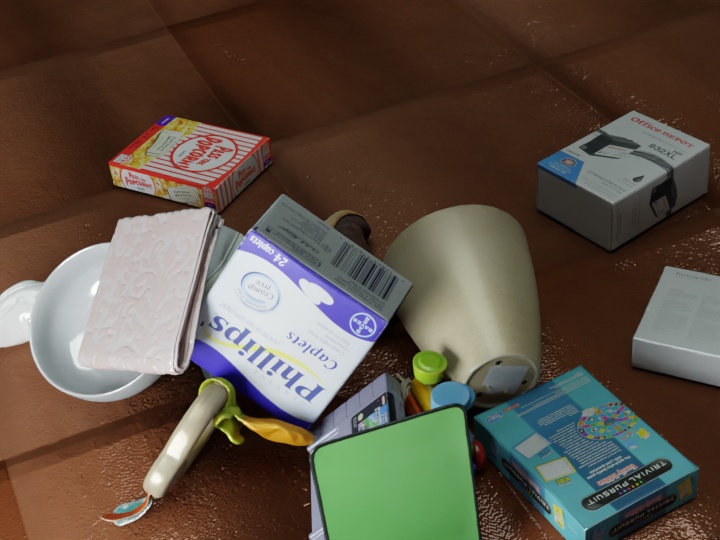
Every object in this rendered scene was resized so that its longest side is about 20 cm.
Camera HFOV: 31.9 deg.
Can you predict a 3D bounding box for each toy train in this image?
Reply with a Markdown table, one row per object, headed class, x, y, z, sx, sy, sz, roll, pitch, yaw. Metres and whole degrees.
| class | x | y | z | sx | sy | sz | roll | pitch | yaw |
| --- | --- | --- | --- | --- | --- | --- | --- | --- | --- |
| toy train | 0.073 | 0.137 | 1.419 | 0.085 | 0.116 | 0.200 | -10 | 37 | -16 |

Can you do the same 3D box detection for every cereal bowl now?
| class | x | y | z | sx | sy | sz | roll | pitch | yaw |
| --- | --- | --- | --- | --- | --- | --- | --- | --- | --- |
| cereal bowl | -0.303 | 0.069 | 1.560 | 0.200 | 0.083 | 0.200 | -6 | 72 | 18 |

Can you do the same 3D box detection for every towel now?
| class | x | y | z | sx | sy | sz | roll | pitch | yaw |
| --- | --- | --- | --- | --- | --- | --- | --- | --- | --- |
| towel | -0.242 | 0.025 | 1.450 | 0.200 | 0.032 | 0.191 | -2 | 69 | 48 |

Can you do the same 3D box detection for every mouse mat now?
| class | x | y | z | sx | sy | sz | roll | pitch | yaw |
| --- | --- | --- | --- | --- | --- | --- | --- | --- | --- |
| mouse mat | 0.039 | 0.230 | 1.239 | 0.161 | 0.200 | 0.008 | -15 | 28 | -12 |

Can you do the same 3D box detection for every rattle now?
| class | x | y | z | sx | sy | sz | roll | pitch | yaw |
| --- | --- | --- | --- | --- | --- | --- | --- | --- | --- |
| rattle | -0.170 | 0.229 | 1.390 | 0.143 | 0.130 | 0.200 | 39 | 57 | -12 |

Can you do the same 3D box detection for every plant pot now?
| class | x | y | z | sx | sy | sz | roll | pitch | yaw |
| --- | --- | --- | --- | --- | --- | --- | --- | --- | --- |
| plant pot | 0.137 | 0.057 | 1.482 | 0.187 | 0.188 | 0.200 | -12 | 45 | -7 |

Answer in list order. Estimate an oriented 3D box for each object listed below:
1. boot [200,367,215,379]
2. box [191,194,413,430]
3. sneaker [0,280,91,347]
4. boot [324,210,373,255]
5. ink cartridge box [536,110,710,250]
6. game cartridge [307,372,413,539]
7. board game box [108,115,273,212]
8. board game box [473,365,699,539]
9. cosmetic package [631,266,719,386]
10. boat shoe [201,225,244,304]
| class | x | y | z | sx | sy | sz | roll | pitch | yaw |
| --- | --- | --- | --- | --- | --- | --- | --- | --- | --- |
| boot | -0.140 | 0.052 | 1.599 | 0.168 | 0.077 | 0.200 | -18 | 32 | -9 |
| box | -0.076 | 0.052 | 1.426 | 0.184 | 0.200 | 0.105 | 34 | 32 | -1 |
| sneaker | -0.392 | 0.052 | 1.638 | 0.200 | 0.075 | 0.100 | -24 | 40 | -21 |
| boot | 0.000 | 0.000 | 1.661 | 0.166 | 0.072 | 0.200 | 41 | 25 | 17 |
| ink cartridge box | 0.366 | -0.130 | 1.756 | 0.200 | 0.084 | 0.145 | -29 | 42 | -27 |
| game cartridge | -0.003 | 0.211 | 1.350 | 0.130 | 0.038 | 0.200 | -43 | 28 | 25 |
| board game box | -0.258 | -0.166 | 1.926 | 0.200 | 0.046 | 0.152 | 15 | 42 | 25 |
| board game box | 0.241 | 0.202 | 1.370 | 0.151 | 0.047 | 0.200 | -23 | 40 | -20 |
| cosmetic package | 0.442 | 0.073 | 1.506 | 0.200 | 0.052 | 0.151 | 13 | 43 | 24 |
| boat shoe | -0.197 | -0.003 | 1.544 | 0.071 | 0.070 | 0.201 | 34 | 26 | -6 |
